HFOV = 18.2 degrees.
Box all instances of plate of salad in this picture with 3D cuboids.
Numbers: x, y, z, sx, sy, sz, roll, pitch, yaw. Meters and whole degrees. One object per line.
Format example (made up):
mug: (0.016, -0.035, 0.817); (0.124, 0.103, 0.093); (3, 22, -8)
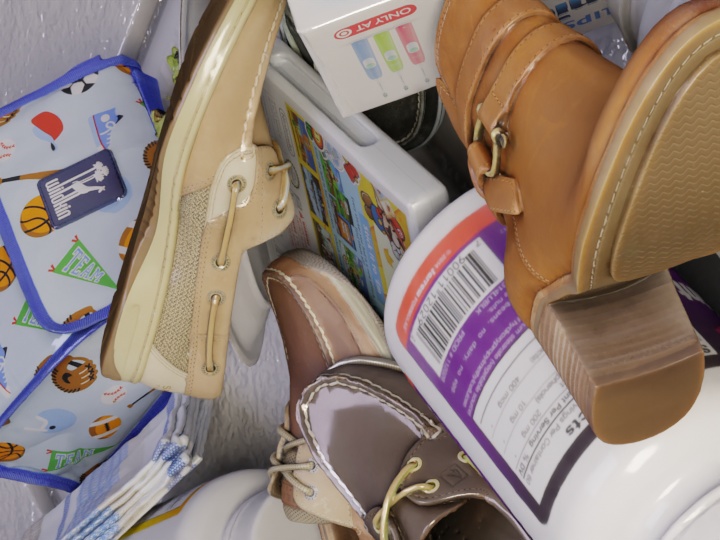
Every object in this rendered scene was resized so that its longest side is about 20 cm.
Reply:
plate of salad: (-0.076, -0.051, 1.121); (0.200, 0.048, 0.202); (-7, -90, -84)

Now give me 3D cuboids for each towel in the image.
towel: (-0.158, 0.137, 1.202); (0.200, 0.024, 0.147); (-41, 9, 8)

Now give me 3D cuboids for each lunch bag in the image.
lunch bag: (-0.163, -0.001, 1.274); (0.200, 0.123, 0.171); (-45, 53, 28)

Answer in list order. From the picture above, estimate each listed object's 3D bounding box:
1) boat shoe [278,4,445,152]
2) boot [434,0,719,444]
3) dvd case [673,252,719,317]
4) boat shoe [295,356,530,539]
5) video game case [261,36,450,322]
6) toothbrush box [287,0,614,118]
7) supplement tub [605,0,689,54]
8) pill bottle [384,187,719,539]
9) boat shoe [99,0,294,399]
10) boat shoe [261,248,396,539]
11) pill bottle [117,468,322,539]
boat shoe: (-0.010, -0.118, 1.013); (0.072, 0.201, 0.071); (-20, 41, 9)
boot: (0.078, -0.055, 0.757); (0.201, 0.076, 0.156); (87, 163, -54)
dvd case: (0.138, 0.066, 0.924); (0.151, 0.025, 0.201); (-60, 45, 34)
boat shoe: (0.043, 0.106, 0.930); (0.200, 0.059, 0.072); (42, 113, 23)
video game case: (0.000, 0.000, 1.040); (0.182, 0.023, 0.201); (45, 155, 45)
toothbrush box: (0.025, -0.184, 0.881); (0.145, 0.086, 0.201); (-18, 69, 6)
supplement tub: (0.182, -0.058, 0.767); (0.141, 0.140, 0.201); (-59, 46, 35)
pill bottle: (0.101, 0.059, 0.861); (0.200, 0.111, 0.112); (52, 129, 41)
boat shoe: (-0.060, -0.038, 0.989); (0.071, 0.064, 0.201); (-92, 20, -66)
boat shoe: (-0.005, 0.089, 1.020); (0.201, 0.071, 0.076); (68, 162, -10)
pill bottle: (-0.074, 0.166, 1.148); (0.200, 0.109, 0.110); (-28, 67, 51)
